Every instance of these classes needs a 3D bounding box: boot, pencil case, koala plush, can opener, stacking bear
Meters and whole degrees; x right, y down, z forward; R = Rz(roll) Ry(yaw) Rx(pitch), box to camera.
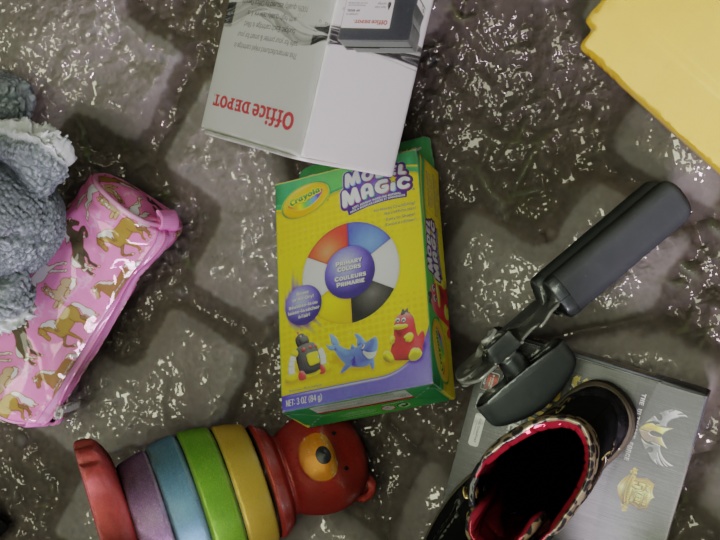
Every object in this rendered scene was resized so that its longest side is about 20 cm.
[{"bbox_3d":[0.093,0.155,0.981,0.200,0.151,0.073,-46,79,11],"label":"boot"},{"bbox_3d":[-0.215,0.022,1.156,0.086,0.083,0.201,30,99,-11],"label":"pencil case"},{"bbox_3d":[-0.289,-0.051,1.100,0.199,0.183,0.178,28,101,32],"label":"koala plush"},{"bbox_3d":[0.149,0.024,1.039,0.200,0.053,0.067,-39,99,-7],"label":"can opener"},{"bbox_3d":[-0.090,0.157,1.091,0.199,0.114,0.122,-17,73,-12],"label":"stacking bear"}]

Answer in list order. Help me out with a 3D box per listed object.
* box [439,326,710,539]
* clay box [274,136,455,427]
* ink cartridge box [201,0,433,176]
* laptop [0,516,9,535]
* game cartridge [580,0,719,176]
[{"bbox_3d":[0.141,0.157,1.072,0.158,0.048,0.201,17,96,16],"label":"box"},{"bbox_3d":[0.000,0.000,1.073,0.114,0.048,0.201,-13,66,21],"label":"clay box"},{"bbox_3d":[-0.025,-0.177,1.061,0.144,0.084,0.201,21,100,54],"label":"ink cartridge box"},{"bbox_3d":[-0.409,0.225,1.178,0.177,0.103,0.200,43,108,-13],"label":"laptop"},{"bbox_3d":[0.272,-0.158,1.037,0.200,0.032,0.176,45,103,13],"label":"game cartridge"}]
